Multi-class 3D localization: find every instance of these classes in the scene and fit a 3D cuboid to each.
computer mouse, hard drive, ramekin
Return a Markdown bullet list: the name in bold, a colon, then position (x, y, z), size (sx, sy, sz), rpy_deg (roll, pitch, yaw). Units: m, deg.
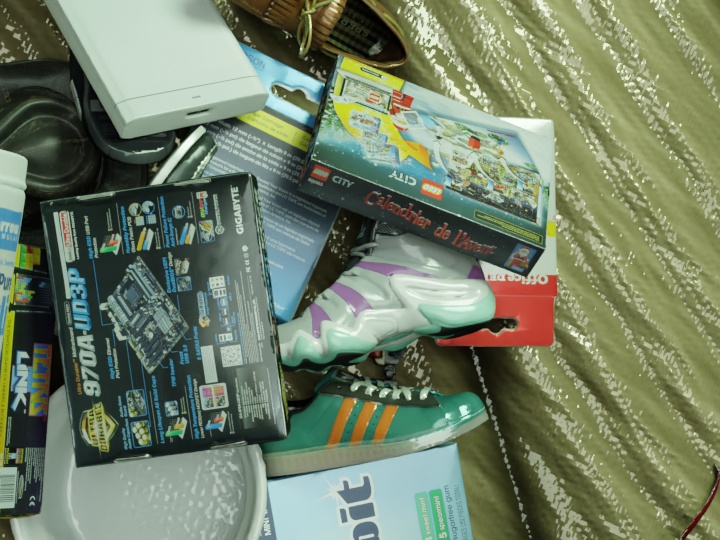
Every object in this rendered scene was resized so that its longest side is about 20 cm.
- **computer mouse**: position (-0.177, -0.160, 1.075), size (0.140, 0.046, 0.201), rpy_deg (-7, 59, -29)
- **hard drive**: position (-0.176, -0.201, 1.056), size (0.132, 0.027, 0.200), rpy_deg (-17, 64, -34)
- **ramekin**: position (-0.168, 0.173, 1.032), size (0.199, 0.098, 0.202), rpy_deg (0, 85, 3)

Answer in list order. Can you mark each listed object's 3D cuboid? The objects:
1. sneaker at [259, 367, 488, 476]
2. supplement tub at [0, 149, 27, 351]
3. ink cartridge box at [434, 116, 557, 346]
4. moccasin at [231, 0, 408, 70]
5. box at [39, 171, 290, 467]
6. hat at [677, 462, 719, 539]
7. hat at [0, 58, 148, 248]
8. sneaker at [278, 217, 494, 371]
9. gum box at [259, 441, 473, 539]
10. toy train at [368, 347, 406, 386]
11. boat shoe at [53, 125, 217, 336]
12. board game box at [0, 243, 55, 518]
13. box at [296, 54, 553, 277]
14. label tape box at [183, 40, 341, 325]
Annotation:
- **sneaker**: position (0.004, 0.117, 1.089), size (0.199, 0.071, 0.080), rpy_deg (-12, 89, 9)
- **supplement tub**: position (-0.307, 0.011, 0.893), size (0.131, 0.132, 0.201), rpy_deg (9, 89, -13)
- **ink cartridge box**: position (0.110, -0.032, 1.154), size (0.116, 0.067, 0.201), rpy_deg (1, 85, -12)
- **moccasin**: position (-0.037, -0.216, 1.085), size (0.201, 0.078, 0.074), rpy_deg (27, 105, -46)
- **box**: position (-0.142, 0.036, 0.963), size (0.158, 0.046, 0.201), rpy_deg (-8, 90, 1)
- **hat**: position (0.265, 0.316, 1.191), size (0.199, 0.176, 0.166), rpy_deg (-26, 95, 23)
- **hat**: position (-0.271, -0.088, 1.058), size (0.200, 0.081, 0.202), rpy_deg (1, 86, -14)
- **sneaker**: position (0.000, 0.000, 1.068), size (0.199, 0.078, 0.141), rpy_deg (-12, 77, -13)
- **gum box**: position (-0.001, 0.249, 1.116), size (0.199, 0.045, 0.171), rpy_deg (-9, 88, -13)
- **toy train**: position (0.018, 0.051, 1.144), size (0.046, 0.034, 0.201), rpy_deg (4, 85, -1)
- **boat shoe**: position (-0.164, -0.019, 1.024), size (0.060, 0.076, 0.200), rpy_deg (34, 91, -5)
- **board game box**: position (-0.314, 0.081, 0.998), size (0.057, 0.165, 0.201), rpy_deg (11, 81, -57)
- **box**: position (0.057, -0.087, 1.058), size (0.199, 0.038, 0.137), rpy_deg (21, 46, -8)
- **label tape box**: position (-0.089, -0.072, 1.111), size (0.143, 0.066, 0.201), rpy_deg (25, 79, -10)
